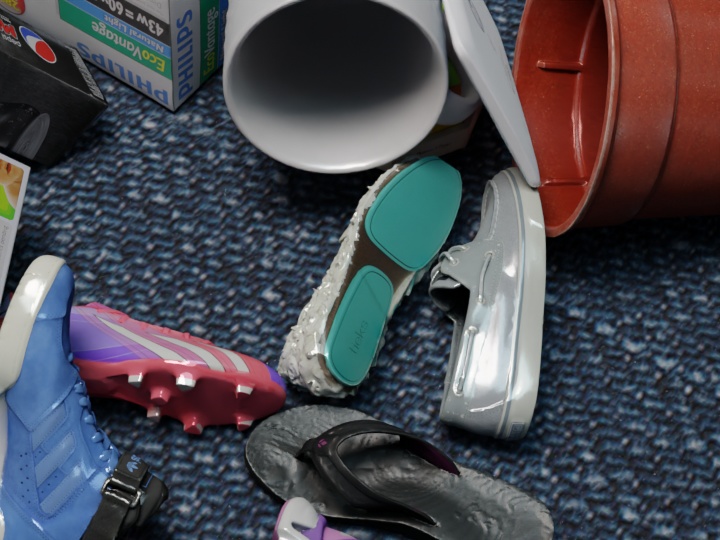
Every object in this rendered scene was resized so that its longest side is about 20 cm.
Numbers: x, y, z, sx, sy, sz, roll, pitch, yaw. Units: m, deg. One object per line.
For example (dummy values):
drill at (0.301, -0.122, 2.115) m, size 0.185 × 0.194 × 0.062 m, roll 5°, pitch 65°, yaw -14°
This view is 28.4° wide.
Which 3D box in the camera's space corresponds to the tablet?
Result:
tablet at (0.083, -0.159, 0.990) m, size 0.014 × 0.130 × 0.201 m, roll -25°, pitch 37°, yaw 14°

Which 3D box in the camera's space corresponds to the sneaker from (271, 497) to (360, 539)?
sneaker at (-0.029, 0.228, 0.795) m, size 0.088 × 0.081 × 0.201 m, roll 19°, pitch 56°, yaw -1°

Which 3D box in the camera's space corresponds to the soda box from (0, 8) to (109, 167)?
soda box at (-0.261, -0.138, 0.948) m, size 0.071 × 0.200 × 0.063 m, roll -42°, pitch 62°, yaw 13°

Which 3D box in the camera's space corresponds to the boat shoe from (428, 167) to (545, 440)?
boat shoe at (0.081, 0.014, 0.945) m, size 0.071 × 0.070 × 0.202 m, roll 8°, pitch 59°, yaw -5°

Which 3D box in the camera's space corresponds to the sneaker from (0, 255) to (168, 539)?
sneaker at (-0.161, 0.097, 0.835) m, size 0.110 × 0.077 × 0.201 m, roll 10°, pitch 88°, yaw -2°

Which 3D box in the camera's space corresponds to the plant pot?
plant pot at (0.225, -0.120, 0.984) m, size 0.194 × 0.201 × 0.202 m, roll 2°, pitch 56°, yaw -13°

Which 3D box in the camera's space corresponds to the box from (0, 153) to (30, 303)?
box at (-0.316, -0.001, 0.868) m, size 0.176 × 0.097 × 0.201 m, roll 28°, pitch 49°, yaw -30°

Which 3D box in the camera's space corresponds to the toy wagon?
toy wagon at (0.006, -0.161, 1.076) m, size 0.154 × 0.040 × 0.201 m, roll -20°, pitch 60°, yaw -17°

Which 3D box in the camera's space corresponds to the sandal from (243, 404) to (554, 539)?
sandal at (0.025, 0.127, 0.879) m, size 0.199 × 0.048 × 0.076 m, roll 18°, pitch 57°, yaw 7°

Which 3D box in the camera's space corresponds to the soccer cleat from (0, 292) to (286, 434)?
soccer cleat at (-0.144, 0.054, 0.910) m, size 0.199 × 0.067 × 0.077 m, roll 4°, pitch 51°, yaw 2°

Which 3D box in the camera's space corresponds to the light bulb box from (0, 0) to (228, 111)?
light bulb box at (-0.158, -0.263, 1.082) m, size 0.198 × 0.125 × 0.200 m, roll 30°, pitch 58°, yaw 15°

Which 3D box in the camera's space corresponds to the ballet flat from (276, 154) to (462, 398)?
ballet flat at (0.000, 0.000, 0.954) m, size 0.071 × 0.072 × 0.200 m, roll 24°, pitch 57°, yaw 12°

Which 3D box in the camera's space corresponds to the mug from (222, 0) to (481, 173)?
mug at (0.003, -0.169, 0.986) m, size 0.199 × 0.148 × 0.176 m, roll 24°, pitch 39°, yaw -24°
